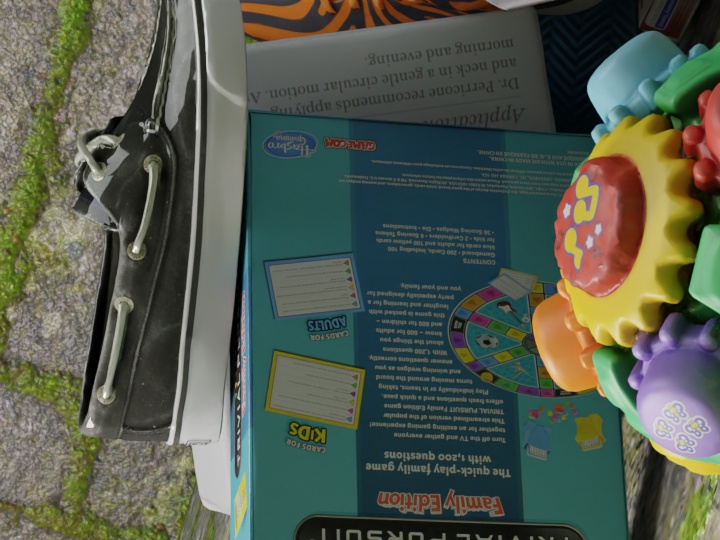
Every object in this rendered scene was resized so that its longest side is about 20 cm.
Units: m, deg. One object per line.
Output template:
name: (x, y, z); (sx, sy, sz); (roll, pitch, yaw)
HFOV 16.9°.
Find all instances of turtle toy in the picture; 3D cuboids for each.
turtle toy: (0.113, -0.002, 0.656); (0.200, 0.100, 0.147); (28, 108, 64)

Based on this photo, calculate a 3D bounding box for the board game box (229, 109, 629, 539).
board game box: (0.024, 0.042, 0.951); (0.047, 0.150, 0.202); (119, 152, -65)

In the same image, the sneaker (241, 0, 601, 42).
sneaker: (0.013, -0.144, 1.078); (0.112, 0.198, 0.078); (-3, -95, -67)

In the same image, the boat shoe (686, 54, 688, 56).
boat shoe: (0.120, -0.023, 0.900); (0.200, 0.068, 0.057); (-76, -3, -65)

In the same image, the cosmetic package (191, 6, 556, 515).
cosmetic package: (0.000, 0.000, 1.088); (0.165, 0.163, 0.202); (165, 97, -80)

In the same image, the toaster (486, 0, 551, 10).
toaster: (0.067, -0.206, 0.862); (0.118, 0.199, 0.183); (-11, 70, 34)

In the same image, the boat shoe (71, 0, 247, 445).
boat shoe: (-0.080, -0.032, 0.952); (0.071, 0.063, 0.202); (-166, 80, -79)

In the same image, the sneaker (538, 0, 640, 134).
sneaker: (0.108, -0.121, 1.205); (0.081, 0.076, 0.202); (50, -131, -71)

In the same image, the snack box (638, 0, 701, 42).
snack box: (0.155, -0.195, 1.144); (0.201, 0.024, 0.072); (-82, 11, -49)
